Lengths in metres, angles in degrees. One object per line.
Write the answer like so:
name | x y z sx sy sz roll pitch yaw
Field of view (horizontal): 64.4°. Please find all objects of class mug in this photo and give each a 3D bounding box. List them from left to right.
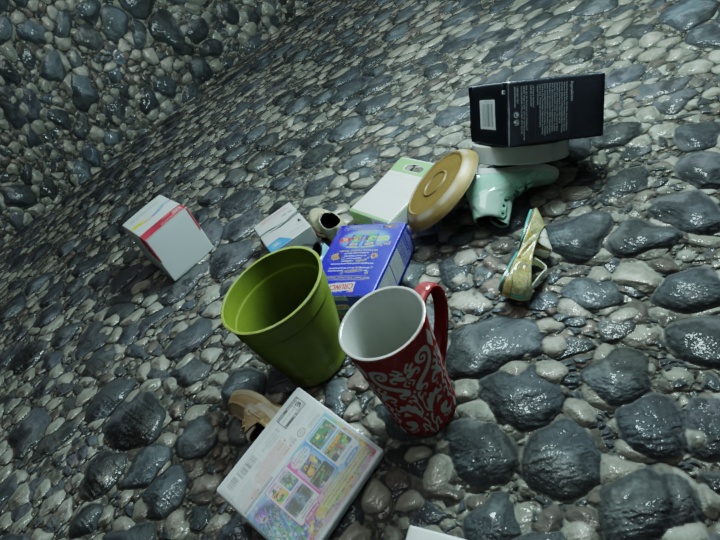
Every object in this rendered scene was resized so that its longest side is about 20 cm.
mug | 0.083 0.132 0.847 0.175 0.203 0.134 -31 36 -4

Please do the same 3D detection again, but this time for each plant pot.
plant pot | -0.117 0.098 1.029 0.195 0.195 0.203 -18 38 15
plant pot | 0.160 -0.172 1.172 0.200 0.027 0.202 -44 22 23

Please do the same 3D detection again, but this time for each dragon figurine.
dragon figurine | 0.194 -0.170 1.240 0.097 0.059 0.203 -8 43 26

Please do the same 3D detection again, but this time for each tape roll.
tape roll | 0.331 -0.252 1.187 0.196 0.038 0.203 -5 17 2

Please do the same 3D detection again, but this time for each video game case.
video game case | -0.090 0.306 0.865 0.179 0.024 0.201 29 63 26

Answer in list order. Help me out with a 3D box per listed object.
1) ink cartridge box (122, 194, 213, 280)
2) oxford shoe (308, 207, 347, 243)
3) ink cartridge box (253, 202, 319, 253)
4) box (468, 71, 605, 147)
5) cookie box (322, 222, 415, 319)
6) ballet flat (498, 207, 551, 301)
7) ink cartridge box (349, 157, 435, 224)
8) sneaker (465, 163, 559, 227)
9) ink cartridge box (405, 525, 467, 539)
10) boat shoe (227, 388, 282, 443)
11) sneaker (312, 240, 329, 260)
ink cartridge box | -0.533 -0.095 1.577 0.145 0.147 0.198 -44 39 -20
oxford shoe | -0.075 -0.118 1.350 0.070 0.075 0.199 -38 37 -12
ink cartridge box | -0.187 -0.091 1.401 0.115 0.069 0.200 -35 36 -7
box | 0.339 -0.317 1.124 0.194 0.121 0.197 -9 17 -8
cookie box | 0.000 0.000 1.161 0.167 0.076 0.202 0 45 33
ballet flat | 0.300 -0.026 1.005 0.069 0.072 0.202 3 47 36
ink cartridge box | 0.086 -0.174 1.327 0.200 0.049 0.144 -45 39 -19
sneaker | 0.307 -0.144 1.143 0.194 0.074 0.122 -6 75 -2
ink cartridge box | 0.125 0.364 0.571 0.195 0.085 0.147 0 47 32
boat shoe | -0.169 0.262 0.975 0.196 0.075 0.069 9 44 39
sneaker | -0.130 0.017 1.219 0.077 0.091 0.201 13 55 42
